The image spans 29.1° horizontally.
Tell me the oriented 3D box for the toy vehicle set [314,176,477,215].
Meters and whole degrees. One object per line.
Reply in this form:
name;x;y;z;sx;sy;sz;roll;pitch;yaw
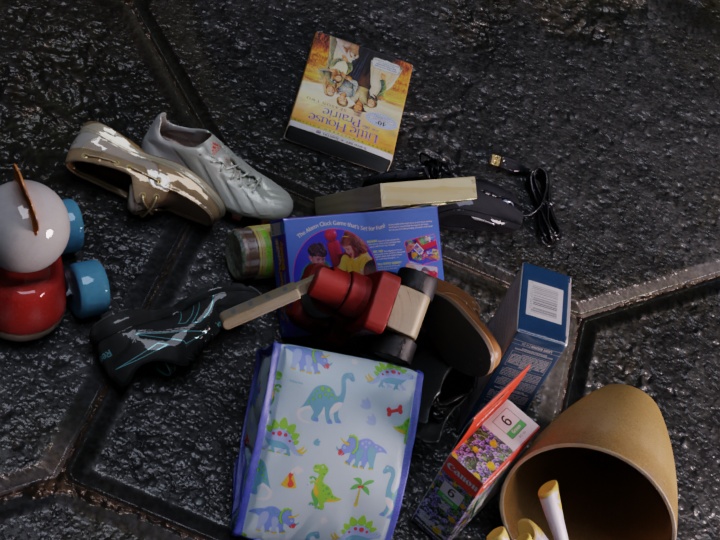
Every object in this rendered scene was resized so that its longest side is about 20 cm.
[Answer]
toy vehicle set;0.038;-0.086;1.659;0.123;0.200;0.027;-6;90;-23

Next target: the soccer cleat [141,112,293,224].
soccer cleat;-0.170;-0.121;1.670;0.199;0.078;0.069;24;35;0

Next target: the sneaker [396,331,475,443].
sneaker;0.098;0.112;1.564;0.200;0.104;0.060;-44;120;-33

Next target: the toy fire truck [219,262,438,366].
toy fire truck;-0.045;0.039;1.475;0.199;0.176;0.130;23;79;-15

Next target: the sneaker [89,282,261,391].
sneaker;-0.194;0.073;1.521;0.199;0.075;0.080;-17;70;-22

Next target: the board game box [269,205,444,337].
board game box;0.000;0.000;1.616;0.198;0.045;0.136;-5;90;-25

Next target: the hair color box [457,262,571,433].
hair color box;0.169;0.096;1.542;0.060;0.201;0.100;17;48;-6

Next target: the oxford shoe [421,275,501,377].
oxford shoe;0.109;0.052;1.534;0.071;0.072;0.200;-5;28;-25

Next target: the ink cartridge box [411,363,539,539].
ink cartridge box;0.130;0.195;1.444;0.050;0.201;0.109;40;49;15

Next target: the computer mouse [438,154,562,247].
computer mouse;0.171;-0.109;1.817;0.198;0.046;0.141;9;51;-14

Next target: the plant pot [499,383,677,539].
plant pot;0.266;0.215;1.516;0.186;0.187;0.200;30;33;5

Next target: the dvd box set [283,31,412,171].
dvd box set;-0.014;-0.228;1.856;0.145;0.029;0.201;19;47;-5

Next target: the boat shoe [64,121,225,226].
boat shoe;-0.256;-0.098;1.635;0.199;0.074;0.069;28;59;4

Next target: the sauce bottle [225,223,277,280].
sauce bottle;-0.059;-0.030;1.651;0.199;0.065;0.065;-9;56;-26

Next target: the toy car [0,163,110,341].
toy car;-0.361;-0.045;1.456;0.183;0.201;0.178;-10;56;-28

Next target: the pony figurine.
pony figurine;0.200;0.340;1.378;0.201;0.166;0.193;59;31;-9

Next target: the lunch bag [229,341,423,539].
lunch bag;-0.038;0.189;1.441;0.169;0.127;0.202;11;78;-12

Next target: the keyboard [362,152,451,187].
keyboard;0.052;-0.121;1.670;0.103;0.200;0.040;-6;91;-1
